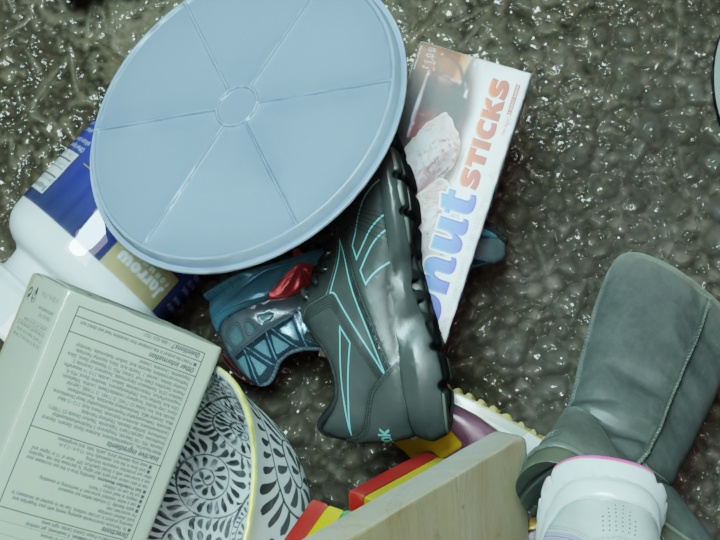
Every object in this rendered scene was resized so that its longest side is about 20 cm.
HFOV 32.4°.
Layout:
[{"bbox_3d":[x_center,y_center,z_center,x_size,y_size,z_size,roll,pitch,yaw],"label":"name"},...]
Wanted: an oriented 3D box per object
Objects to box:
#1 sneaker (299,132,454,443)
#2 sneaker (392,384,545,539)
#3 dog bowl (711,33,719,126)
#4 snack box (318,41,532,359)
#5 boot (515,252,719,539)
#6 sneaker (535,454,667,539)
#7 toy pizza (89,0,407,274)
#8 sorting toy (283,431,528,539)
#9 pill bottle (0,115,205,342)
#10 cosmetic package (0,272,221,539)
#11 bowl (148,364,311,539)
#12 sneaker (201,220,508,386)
[{"bbox_3d":[0.000,0.000,0.700,0.079,0.075,0.202,-11,80,11],"label":"sneaker"},{"bbox_3d":[0.078,0.140,0.757,0.199,0.075,0.090,26,72,10],"label":"sneaker"},{"bbox_3d":[0.340,-0.136,0.822,0.198,0.074,0.202,-1,74,2],"label":"dog bowl"},{"bbox_3d":[0.040,-0.033,0.749,0.071,0.024,0.201,18,86,8],"label":"snack box"},{"bbox_3d":[0.187,0.104,0.735,0.182,0.072,0.200,47,39,-5],"label":"boot"},{"bbox_3d":[0.108,0.198,0.631,0.081,0.088,0.201,6,115,8],"label":"sneaker"},{"bbox_3d":[-0.064,-0.085,0.703,0.199,0.032,0.202,-11,60,20],"label":"toy pizza"},{"bbox_3d":[0.008,0.206,0.667,0.069,0.198,0.202,10,110,40],"label":"sorting toy"},{"bbox_3d":[-0.151,-0.027,0.790,0.119,0.120,0.200,39,80,12],"label":"pill bottle"},{"bbox_3d":[-0.168,0.114,0.697,0.103,0.073,0.201,25,85,-31],"label":"cosmetic package"},{"bbox_3d":[-0.085,0.163,0.729,0.094,0.200,0.202,23,73,-33],"label":"bowl"},{"bbox_3d":[0.004,0.022,0.805,0.198,0.079,0.096,-16,92,2],"label":"sneaker"}]
